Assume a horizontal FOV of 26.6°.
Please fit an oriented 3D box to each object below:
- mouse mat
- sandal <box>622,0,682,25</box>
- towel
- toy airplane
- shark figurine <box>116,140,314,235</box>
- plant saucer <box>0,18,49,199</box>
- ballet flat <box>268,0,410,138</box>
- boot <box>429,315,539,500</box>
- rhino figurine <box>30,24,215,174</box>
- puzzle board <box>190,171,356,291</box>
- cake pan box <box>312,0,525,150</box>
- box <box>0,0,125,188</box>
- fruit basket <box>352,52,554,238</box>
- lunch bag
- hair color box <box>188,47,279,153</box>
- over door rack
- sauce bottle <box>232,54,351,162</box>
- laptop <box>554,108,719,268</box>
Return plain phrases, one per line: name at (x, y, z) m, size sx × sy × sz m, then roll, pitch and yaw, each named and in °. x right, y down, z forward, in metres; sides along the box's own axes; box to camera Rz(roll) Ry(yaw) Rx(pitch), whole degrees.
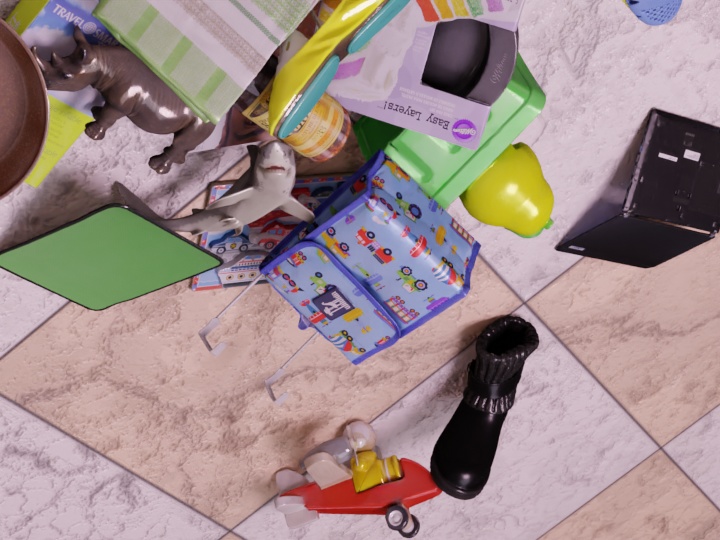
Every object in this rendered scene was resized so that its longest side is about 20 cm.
mouse mat at (-0.259, -0.010, 1.556) m, size 0.198 × 0.008 × 0.160 m, roll -18°, pitch 148°, yaw 33°
sandal at (0.311, -0.312, 1.534) m, size 0.079 × 0.087 × 0.201 m, roll -33°, pitch 152°, yaw -10°
towel at (-0.124, -0.248, 1.341) m, size 0.149 × 0.031 × 0.201 m, roll 42°, pitch 72°, yaw -15°
toy airplane at (-0.017, 0.265, 1.959) m, size 0.197 × 0.143 × 0.199 m, roll 13°, pitch 161°, yaw -26°
shark figurine at (-0.132, -0.085, 1.532) m, size 0.212 × 0.091 × 0.128 m, roll -21°, pitch 150°, yaw 29°
plant saucer at (-0.371, -0.151, 1.348) m, size 0.197 × 0.037 × 0.203 m, roll 0°, pitch 113°, yaw 1°
ballet flat at (-0.033, -0.210, 1.389) m, size 0.200 × 0.067 × 0.067 m, roll -49°, pitch 173°, yaw -10°
boot at (0.156, 0.169, 1.921) m, size 0.079 × 0.212 × 0.159 m, roll 21°, pitch 132°, yaw 3°
rhino figurine at (-0.215, -0.161, 1.387) m, size 0.199 × 0.060 × 0.087 m, roll 27°, pitch 121°, yaw -35°
puzzle board at (-0.083, -0.041, 1.687) m, size 0.197 × 0.017 × 0.152 m, roll -6°, pitch 133°, yaw -25°
cake pan box at (0.055, -0.229, 1.468) m, size 0.197 × 0.053 × 0.186 m, roll 19°, pitch 123°, yaw 2°
box at (-0.290, -0.179, 1.407) m, size 0.200 × 0.048 × 0.121 m, roll -46°, pitch 137°, yaw 17°
fruit basket at (0.121, -0.127, 1.611) m, size 0.212 × 0.156 × 0.218 m, roll -6°, pitch 124°, yaw -9°
lunch bag at (0.000, 0.000, 1.575) m, size 0.150 × 0.095 × 0.199 m, roll 42°, pitch 125°, yaw -15°
hair color box at (-0.123, -0.216, 1.456) m, size 0.109 × 0.064 × 0.202 m, roll -12°, pitch 137°, yaw -21°
over door rack at (-0.083, 0.028, 1.682) m, size 0.201 × 0.066 × 0.148 m, roll -53°, pitch 138°, yaw -4°
sauce bottle at (-0.091, -0.169, 1.423) m, size 0.066 × 0.066 × 0.199 m, roll -45°, pitch 135°, yaw 17°
laptop at (0.363, -0.096, 1.895) m, size 0.176 × 0.103 × 0.203 m, roll 9°, pitch 101°, yaw -37°
